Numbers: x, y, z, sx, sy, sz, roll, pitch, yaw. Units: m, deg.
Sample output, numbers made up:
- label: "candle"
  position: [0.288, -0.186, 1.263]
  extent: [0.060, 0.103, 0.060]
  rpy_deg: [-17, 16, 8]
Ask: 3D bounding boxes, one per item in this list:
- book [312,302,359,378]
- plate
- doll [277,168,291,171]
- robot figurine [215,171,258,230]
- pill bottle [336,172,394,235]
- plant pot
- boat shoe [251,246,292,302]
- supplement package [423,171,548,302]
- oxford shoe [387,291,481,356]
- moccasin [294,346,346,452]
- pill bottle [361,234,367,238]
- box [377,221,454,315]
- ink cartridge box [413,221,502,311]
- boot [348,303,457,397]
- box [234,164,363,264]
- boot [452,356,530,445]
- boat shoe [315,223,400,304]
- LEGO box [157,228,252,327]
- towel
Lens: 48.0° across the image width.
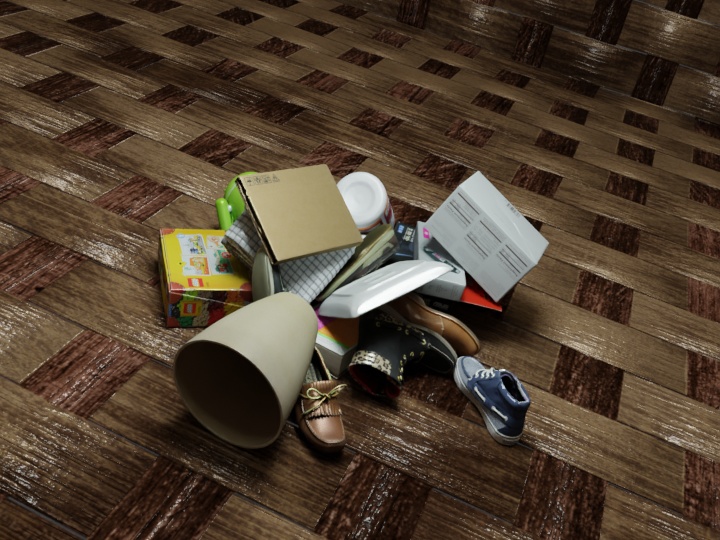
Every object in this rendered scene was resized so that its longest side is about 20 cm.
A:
- label: "book"
  position: [-0.035, 0.101, 1.451]
  extent: [0.132, 0.049, 0.199]
  rpy_deg: [28, 33, 23]
- label: "plate"
  position: [0.034, 0.026, 1.384]
  extent: [0.197, 0.033, 0.199]
  rpy_deg: [-26, 8, -19]
- label: "doll"
  position: [-0.113, -0.155, 1.815]
  extent: [0.199, 0.049, 0.136]
  rpy_deg: [37, 28, 21]
- label: "robot figurine"
  position: [-0.210, -0.127, 1.669]
  extent: [0.172, 0.118, 0.200]
  rpy_deg: [-13, 40, -29]
- label: "pill bottle"
  position: [0.011, -0.115, 1.660]
  extent: [0.111, 0.115, 0.200]
  rpy_deg: [22, -11, 14]
- label: "plant pot"
  position: [-0.146, 0.126, 1.210]
  extent: [0.184, 0.190, 0.200]
  rpy_deg: [23, 39, 16]
- label: "boat shoe"
  position: [-0.138, 0.059, 1.357]
  extent: [0.067, 0.205, 0.071]
  rpy_deg: [-10, 0, -34]
- label: "supplement package"
  position: [0.241, -0.068, 1.540]
  extent: [0.200, 0.111, 0.156]
  rpy_deg: [46, 27, 4]
- label: "oxford shoe"
  position: [0.127, 0.111, 1.472]
  extent: [0.197, 0.072, 0.072]
  rpy_deg: [30, 51, -1]
- label: "moccasin"
  position: [-0.064, 0.194, 1.258]
  extent: [0.072, 0.079, 0.203]
  rpy_deg: [5, 38, -18]
- label: "pill bottle"
  position: [-0.072, -0.025, 1.562]
  extent: [0.195, 0.118, 0.117]
  rpy_deg: [2, 33, -17]
- label: "box"
  position: [0.122, 0.003, 1.624]
  extent: [0.161, 0.088, 0.201]
  rpy_deg: [18, 32, 6]
- label: "ink cartridge box"
  position: [0.187, -0.011, 1.551]
  extent: [0.170, 0.044, 0.201]
  rpy_deg: [12, 32, -4]
- label: "boot"
  position: [0.070, 0.153, 1.370]
  extent: [0.198, 0.073, 0.152]
  rpy_deg: [35, 40, -13]
- label: "box"
  position: [-0.102, -0.100, 1.393]
  extent: [0.198, 0.021, 0.166]
  rpy_deg: [-14, 72, -43]
- label: "boot"
  position: [0.224, 0.191, 1.366]
  extent: [0.071, 0.092, 0.201]
  rpy_deg: [-3, 36, -25]
- label: "boat shoe"
  position: [0.000, 0.000, 1.492]
  extent: [0.201, 0.066, 0.071]
  rpy_deg: [-45, 20, -18]
- label: "LEGO box"
  position: [-0.285, 0.010, 1.463]
  extent: [0.146, 0.078, 0.201]
  rpy_deg: [1, 34, -20]
- label: "towel"
  position: [-0.127, -0.047, 1.444]
  extent: [0.200, 0.085, 0.166]
  rpy_deg: [42, 66, -6]
